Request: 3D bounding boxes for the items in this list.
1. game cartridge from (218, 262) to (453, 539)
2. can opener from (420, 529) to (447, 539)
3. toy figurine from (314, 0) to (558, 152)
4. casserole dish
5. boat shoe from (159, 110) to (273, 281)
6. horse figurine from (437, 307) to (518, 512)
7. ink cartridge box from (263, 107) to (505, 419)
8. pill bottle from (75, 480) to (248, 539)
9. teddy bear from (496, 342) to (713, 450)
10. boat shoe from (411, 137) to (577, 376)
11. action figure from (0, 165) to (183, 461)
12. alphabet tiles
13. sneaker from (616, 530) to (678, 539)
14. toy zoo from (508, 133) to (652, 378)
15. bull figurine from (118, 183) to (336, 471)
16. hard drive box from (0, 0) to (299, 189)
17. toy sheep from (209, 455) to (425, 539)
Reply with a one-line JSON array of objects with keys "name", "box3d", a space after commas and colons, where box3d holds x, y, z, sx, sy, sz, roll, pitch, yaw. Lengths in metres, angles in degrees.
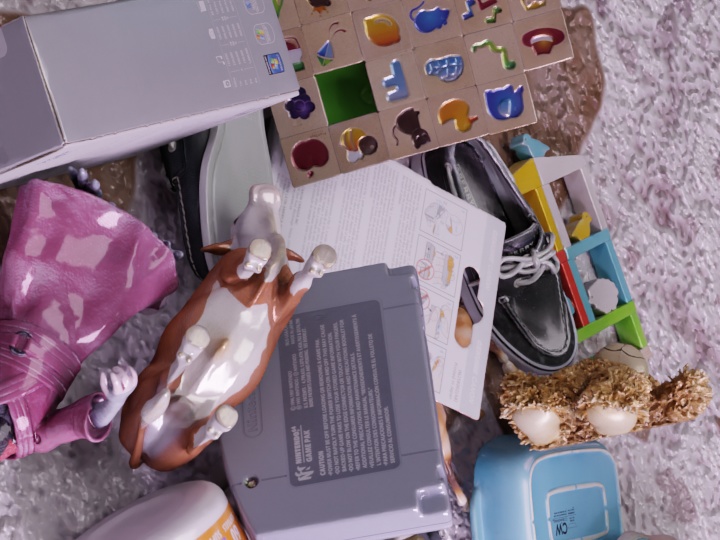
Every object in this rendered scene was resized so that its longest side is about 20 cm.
[{"name": "game cartridge", "box3d": [-0.020, 0.083, 1.395, 0.041, 0.133, 0.200, 82, 2, -46]}, {"name": "can opener", "box3d": [-0.001, 0.145, 1.526, 0.079, 0.063, 0.200, -39, 107, -46]}, {"name": "toy figurine", "box3d": [0.056, -0.163, 1.606, 0.150, 0.200, 0.184, 61, 9, 6]}, {"name": "casserole dish", "box3d": [0.140, 0.175, 1.662, 0.200, 0.039, 0.122, 1, 82, -59]}, {"name": "boat shoe", "box3d": [-0.098, -0.079, 1.496, 0.076, 0.060, 0.201, 35, 51, -51]}, {"name": "horse figurine", "box3d": [0.049, 0.082, 1.614, 0.133, 0.050, 0.200, 54, 41, -32]}, {"name": "ink cartridge box", "box3d": [0.000, 0.000, 1.567, 0.200, 0.057, 0.163, 30, 56, -32]}, {"name": "pill bottle", "box3d": [-0.088, 0.234, 1.363, 0.112, 0.112, 0.200, -39, 107, -47]}, {"name": "teddy bear", "box3d": [0.168, 0.086, 1.631, 0.200, 0.145, 0.067, -5, 84, -54]}, {"name": "boat shoe", "box3d": [0.109, -0.013, 1.679, 0.073, 0.068, 0.200, -27, 98, -24]}, {"name": "action figure", "box3d": [-0.195, 0.044, 1.344, 0.134, 0.149, 0.200, 29, 73, -5]}, {"name": "alphabet tiles", "box3d": [0.030, -0.160, 1.503, 0.008, 0.199, 0.168, -73, 148, -85]}, {"name": "sneaker", "box3d": [0.227, 0.235, 1.692, 0.200, 0.080, 0.072, 0, 111, -63]}, {"name": "toy zoo", "box3d": [0.151, -0.007, 1.775, 0.131, 0.020, 0.201, -24, 96, -49]}, {"name": "bull figurine", "box3d": [-0.076, 0.030, 1.369, 0.065, 0.121, 0.200, 30, 66, -9]}, {"name": "hard drive box", "box3d": [-0.161, -0.104, 1.361, 0.200, 0.156, 0.077, -19, 91, -50]}, {"name": "toy sheep", "box3d": [-0.029, 0.150, 1.443, 0.138, 0.138, 0.201, 6, 57, -47]}]
